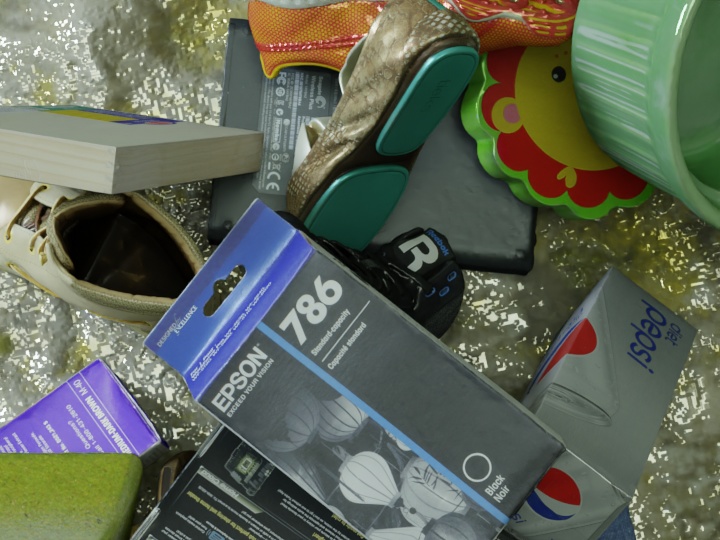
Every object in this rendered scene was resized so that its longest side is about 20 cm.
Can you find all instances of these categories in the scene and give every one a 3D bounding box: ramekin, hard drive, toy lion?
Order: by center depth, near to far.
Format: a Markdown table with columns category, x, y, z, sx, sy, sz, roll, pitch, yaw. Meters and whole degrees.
| category | x | y | z | sx | sy | sz | roll | pitch | yaw |
| --- | --- | --- | --- | --- | --- | --- | --- | --- | --- |
| ramekin | 0.212 | -0.126 | 0.950 | 0.200 | 0.098 | 0.200 | -14 | 116 | -31 |
| toy lion | 0.163 | -0.123 | 1.037 | 0.200 | 0.069 | 0.192 | 9 | 88 | -17 |
| hard drive | 0.012 | -0.076 | 1.051 | 0.200 | 0.033 | 0.140 | 6 | 81 | -3 |

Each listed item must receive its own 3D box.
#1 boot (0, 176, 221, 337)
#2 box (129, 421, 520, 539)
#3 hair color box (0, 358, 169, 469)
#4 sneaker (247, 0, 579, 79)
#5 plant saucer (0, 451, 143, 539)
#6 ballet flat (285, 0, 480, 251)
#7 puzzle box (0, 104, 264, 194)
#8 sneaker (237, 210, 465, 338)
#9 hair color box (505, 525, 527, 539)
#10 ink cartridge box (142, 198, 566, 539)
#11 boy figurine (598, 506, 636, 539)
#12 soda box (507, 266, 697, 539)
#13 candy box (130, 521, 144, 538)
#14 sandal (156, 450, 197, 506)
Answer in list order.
| category | x | y | z | sx | sy | sz | roll | pitch | yaw |
| --- | --- | --- | --- | --- | --- | --- | --- | --- | --- |
| boot | -0.171 | -0.024 | 0.969 | 0.200 | 0.155 | 0.073 | 31 | 82 | 1 |
| box | -0.015 | 0.169 | 0.873 | 0.200 | 0.044 | 0.160 | 34 | 69 | 6 |
| hair color box | -0.207 | 0.135 | 0.968 | 0.200 | 0.109 | 0.065 | -37 | 86 | -8 |
| sneaker | 0.033 | -0.143 | 0.993 | 0.200 | 0.073 | 0.077 | 4 | 125 | 22 |
| plant saucer | -0.216 | 0.194 | 0.889 | 0.199 | 0.048 | 0.200 | 3 | 110 | -27 |
| ballet flat | 0.002 | -0.078 | 0.971 | 0.070 | 0.200 | 0.065 | -1 | 49 | -41 |
| puzzle box | -0.149 | -0.070 | 0.943 | 0.133 | 0.200 | 0.025 | 9 | 99 | 18 |
| sneaker | 0.000 | 0.000 | 0.965 | 0.112 | 0.200 | 0.073 | -39 | 62 | -11 |
| hair color box | 0.061 | 0.208 | 0.927 | 0.111 | 0.064 | 0.200 | -19 | 74 | -15 |
| ink cartridge box | -0.006 | 0.062 | 0.845 | 0.200 | 0.039 | 0.100 | 37 | 93 | 3 |
| boy figurine | 0.131 | 0.212 | 1.001 | 0.124 | 0.064 | 0.200 | -1 | 83 | -4 |
| soda box | 0.129 | 0.076 | 0.957 | 0.068 | 0.200 | 0.063 | 37 | 122 | 2 |
| candy box | -0.056 | 0.178 | 0.999 | 0.200 | 0.056 | 0.117 | -25 | 85 | -5 |
| sandal | -0.097 | 0.201 | 0.938 | 0.054 | 0.082 | 0.200 | -6 | 90 | 17 |
